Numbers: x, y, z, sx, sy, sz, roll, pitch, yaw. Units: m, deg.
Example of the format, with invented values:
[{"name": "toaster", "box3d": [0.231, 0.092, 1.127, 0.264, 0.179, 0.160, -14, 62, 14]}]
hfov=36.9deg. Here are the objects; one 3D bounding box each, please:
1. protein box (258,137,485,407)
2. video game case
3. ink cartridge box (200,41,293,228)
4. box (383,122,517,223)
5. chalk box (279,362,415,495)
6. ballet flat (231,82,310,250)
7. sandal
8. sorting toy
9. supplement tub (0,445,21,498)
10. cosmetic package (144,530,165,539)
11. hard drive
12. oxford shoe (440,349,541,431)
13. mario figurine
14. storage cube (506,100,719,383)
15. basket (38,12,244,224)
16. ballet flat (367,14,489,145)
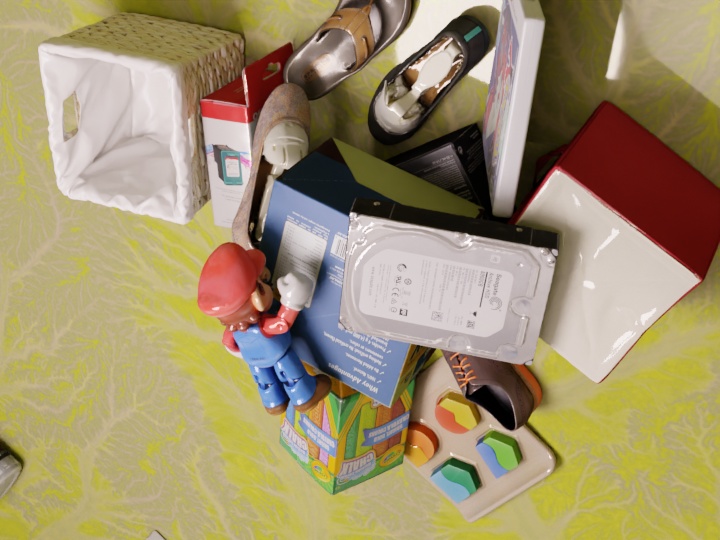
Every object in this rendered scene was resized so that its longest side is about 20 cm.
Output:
[{"name": "protein box", "box3d": [0.000, 0.000, 1.184, 0.198, 0.135, 0.201, 27, 126, 14]}, {"name": "video game case", "box3d": [0.148, -0.183, 1.069, 0.023, 0.183, 0.201, 4, 122, 0]}, {"name": "ink cartridge box", "box3d": [-0.126, -0.161, 1.274, 0.067, 0.116, 0.201, 11, 121, 24]}, {"name": "box", "box3d": [0.068, -0.064, 1.243, 0.199, 0.079, 0.142, -18, 103, 35]}, {"name": "chalk box", "box3d": [-0.021, 0.195, 1.390, 0.124, 0.124, 0.201, 36, 133, 40]}, {"name": "ballet flat", "box3d": [-0.090, -0.106, 1.204, 0.067, 0.068, 0.201, 41, 119, 59]}, {"name": "sandal", "box3d": [-0.019, -0.258, 1.189, 0.200, 0.055, 0.082, -37, 99, 29]}, {"name": "sorting toy", "box3d": [0.127, 0.225, 1.401, 0.200, 0.036, 0.185, 46, 129, -1]}, {"name": "supplement tub", "box3d": [-0.701, 0.322, 1.872, 0.200, 0.123, 0.123, 41, 129, 4]}, {"name": "cosmetic package", "box3d": [-0.312, 0.546, 1.812, 0.200, 0.074, 0.102, 41, 128, 1]}, {"name": "hard drive", "box3d": [0.082, 0.013, 1.043, 0.198, 0.038, 0.141, 11, 124, 5]}, {"name": "oxford shoe", "box3d": [0.138, 0.108, 1.304, 0.200, 0.073, 0.071, 45, 130, 0]}, {"name": "mario figurine", "box3d": [-0.097, 0.052, 1.151, 0.123, 0.106, 0.201, -24, 116, 1]}, {"name": "storage cube", "box3d": [0.244, -0.031, 1.098, 0.200, 0.180, 0.171, 39, 129, 4]}, {"name": "basket", "box3d": [-0.256, -0.190, 1.303, 0.199, 0.161, 0.199, 14, 123, 21]}, {"name": "ballet flat", "box3d": [0.059, -0.201, 1.176, 0.068, 0.068, 0.200, 44, 129, 0]}]
